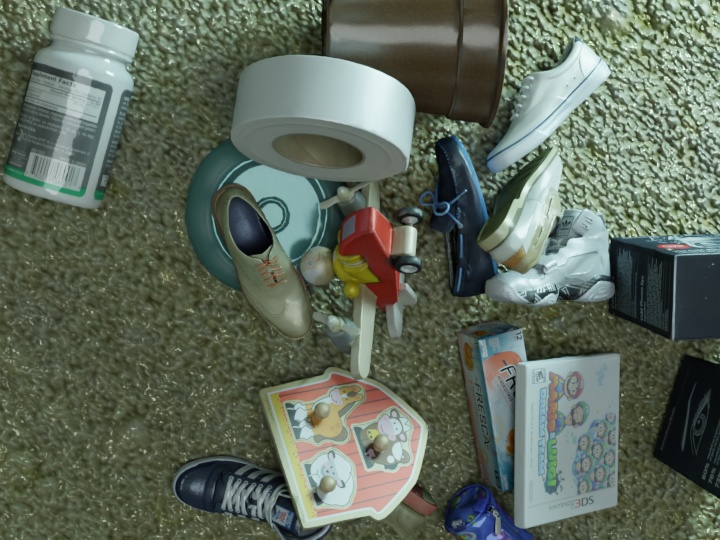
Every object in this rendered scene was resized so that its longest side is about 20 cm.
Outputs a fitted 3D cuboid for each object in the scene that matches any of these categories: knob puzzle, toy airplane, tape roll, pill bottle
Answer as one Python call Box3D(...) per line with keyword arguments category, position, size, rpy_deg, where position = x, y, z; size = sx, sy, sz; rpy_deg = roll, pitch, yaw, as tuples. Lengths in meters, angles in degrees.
Box3D(category="knob puzzle", position=(-0.004, 0.202, 1.346), size=(0.217, 0.031, 0.222), rpy_deg=(10, 56, -16))
Box3D(category="toy airplane", position=(0.000, 0.000, 1.307), size=(0.139, 0.200, 0.202), rpy_deg=(2, 110, 1))
Box3D(category="tape roll", position=(-0.040, -0.162, 1.232), size=(0.200, 0.202, 0.072), rpy_deg=(11, 75, -13))
Box3D(category="pill bottle", position=(-0.317, -0.179, 1.243), size=(0.112, 0.113, 0.202), rpy_deg=(16, 94, -13))

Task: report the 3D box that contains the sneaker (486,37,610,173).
Box3D(category="sneaker", position=(0.217, -0.203, 1.379), size=(0.200, 0.073, 0.071), rpy_deg=(-45, 95, -12))

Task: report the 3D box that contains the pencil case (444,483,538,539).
Box3D(category="pencil case", position=(0.193, 0.359, 1.435), size=(0.200, 0.087, 0.078), rpy_deg=(46, 58, -14))

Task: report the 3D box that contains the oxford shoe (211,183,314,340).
Box3D(category="oxford shoe", position=(-0.113, -0.003, 1.292), size=(0.070, 0.074, 0.201), rpy_deg=(-32, 103, -6))

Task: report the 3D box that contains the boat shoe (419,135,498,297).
Box3D(category="boat shoe", position=(0.117, -0.060, 1.365), size=(0.068, 0.084, 0.202), rpy_deg=(-17, 98, -6))

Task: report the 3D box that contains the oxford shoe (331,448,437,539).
Box3D(category="oxford shoe", position=(-0.001, 0.270, 1.392), size=(0.199, 0.070, 0.075), rpy_deg=(34, 96, -12))

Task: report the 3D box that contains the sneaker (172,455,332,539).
Box3D(category="sneaker", position=(-0.125, 0.277, 1.345), size=(0.198, 0.108, 0.071), rpy_deg=(12, 94, -13))

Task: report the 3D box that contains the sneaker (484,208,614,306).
Box3D(category="sneaker", position=(0.234, -0.018, 1.384), size=(0.198, 0.075, 0.116), rpy_deg=(-2, 94, -33))

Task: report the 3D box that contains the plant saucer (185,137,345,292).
Box3D(category="plant saucer", position=(-0.109, -0.067, 1.340), size=(0.197, 0.036, 0.203), rpy_deg=(-1, 97, -11))

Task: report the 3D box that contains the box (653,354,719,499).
Box3D(category="box", position=(0.476, 0.205, 1.413), size=(0.103, 0.200, 0.150), rpy_deg=(15, 95, -13))

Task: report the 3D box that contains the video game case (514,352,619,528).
Box3D(category="video game case", position=(0.262, 0.210, 1.413), size=(0.181, 0.024, 0.203), rpy_deg=(-2, 94, -39))

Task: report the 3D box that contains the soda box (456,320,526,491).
Box3D(category="soda box", position=(0.177, 0.169, 1.411), size=(0.063, 0.068, 0.202), rpy_deg=(-14, 101, -18))

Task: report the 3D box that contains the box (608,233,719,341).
Box3D(category="box", position=(0.434, 0.015, 1.389), size=(0.197, 0.182, 0.106), rpy_deg=(-2, 98, -12))

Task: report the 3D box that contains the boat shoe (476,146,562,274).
Box3D(category="boat shoe", position=(0.204, -0.071, 1.349), size=(0.068, 0.075, 0.200), rpy_deg=(44, 49, -10))

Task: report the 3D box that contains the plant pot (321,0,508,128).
Box3D(category="plant pot", position=(0.054, -0.267, 1.276), size=(0.196, 0.200, 0.203), rpy_deg=(1, 97, -5))
